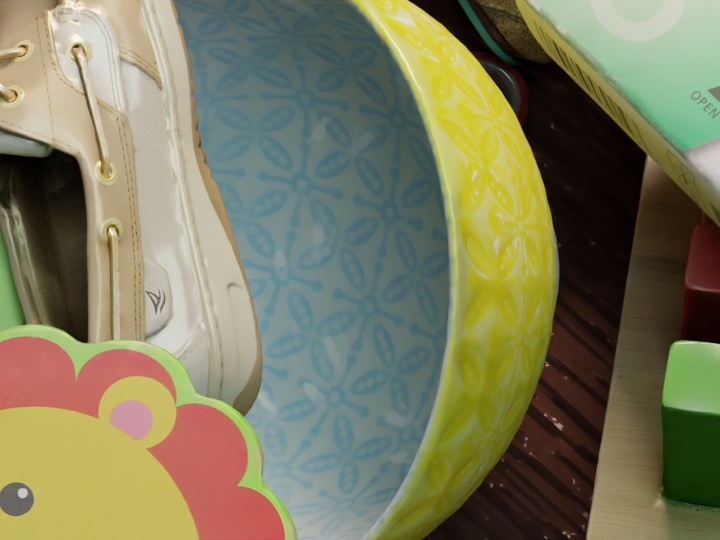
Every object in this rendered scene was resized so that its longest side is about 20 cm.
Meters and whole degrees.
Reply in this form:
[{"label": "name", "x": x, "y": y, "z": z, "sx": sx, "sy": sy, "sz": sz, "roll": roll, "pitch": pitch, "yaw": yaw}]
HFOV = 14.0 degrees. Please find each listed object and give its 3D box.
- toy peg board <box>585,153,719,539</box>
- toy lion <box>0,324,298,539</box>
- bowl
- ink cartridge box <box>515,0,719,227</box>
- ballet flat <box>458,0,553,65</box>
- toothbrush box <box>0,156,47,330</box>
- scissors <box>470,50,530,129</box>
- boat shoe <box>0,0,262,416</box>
[{"label": "toy peg board", "x": 0.182, "y": 0.001, "z": 0.916, "sx": 0.199, "sy": 0.098, "sz": 0.200, "roll": 8, "pitch": 66, "yaw": 8}, {"label": "toy lion", "x": -0.112, "y": 0.110, "z": 0.779, "sx": 0.191, "sy": 0.069, "sz": 0.201, "roll": 7, "pitch": 69, "yaw": -1}, {"label": "bowl", "x": 0.000, "y": 0.000, "z": 0.945, "sx": 0.107, "sy": 0.200, "sz": 0.201, "roll": -2, "pitch": 68, "yaw": -42}, {"label": "ink cartridge box", "x": 0.171, "y": -0.092, "z": 0.880, "sx": 0.200, "sy": 0.050, "sz": 0.161, "roll": -41, "pitch": 56, "yaw": -1}, {"label": "ballet flat", "x": 0.025, "y": -0.166, "z": 1.051, "sx": 0.071, "sy": 0.071, "sz": 0.200, "roll": -34, "pitch": 83, "yaw": -20}, {"label": "toothbrush box", "x": -0.181, "y": 0.024, "z": 0.936, "sx": 0.145, "sy": 0.086, "sz": 0.201, "roll": 7, "pitch": 70, "yaw": -9}, {"label": "scissors", "x": 0.004, "y": -0.001, "z": 1.023, "sx": 0.073, "sy": 0.014, "sz": 0.200, "roll": 20, "pitch": 70, "yaw": -5}, {"label": "boat shoe", "x": -0.092, "y": -0.042, "z": 0.894, "sx": 0.069, "sy": 0.074, "sz": 0.200, "roll": -14, "pitch": 79, "yaw": -34}]
